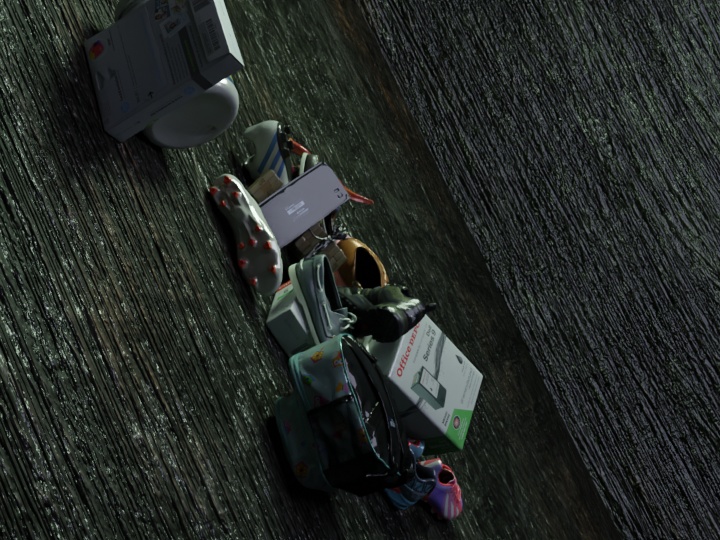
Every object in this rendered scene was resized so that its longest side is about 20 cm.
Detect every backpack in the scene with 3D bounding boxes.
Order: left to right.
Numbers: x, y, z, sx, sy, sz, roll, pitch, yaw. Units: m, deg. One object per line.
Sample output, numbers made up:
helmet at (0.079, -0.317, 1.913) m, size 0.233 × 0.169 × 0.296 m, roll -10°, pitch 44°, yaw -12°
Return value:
backpack at (-0.026, 0.193, 1.489) m, size 0.176 × 0.151 × 0.203 m, roll 35°, pitch 40°, yaw -64°

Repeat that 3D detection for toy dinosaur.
toy dinosaur at (-0.079, -0.172, 2.004) m, size 0.105 × 0.198 × 0.183 m, roll 52°, pitch -24°, yaw 32°

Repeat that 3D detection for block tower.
block tower at (-0.103, -0.069, 1.807) m, size 0.201 × 0.058 × 0.054 m, roll 51°, pitch -15°, yaw -13°

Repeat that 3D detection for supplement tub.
supplement tub at (-0.262, -0.289, 1.567) m, size 0.144 × 0.143 × 0.202 m, roll 34°, pitch 31°, yaw -61°

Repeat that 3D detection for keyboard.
keyboard at (-0.091, -0.076, 1.767) m, size 0.199 × 0.021 × 0.128 m, roll -37°, pitch 94°, yaw -31°

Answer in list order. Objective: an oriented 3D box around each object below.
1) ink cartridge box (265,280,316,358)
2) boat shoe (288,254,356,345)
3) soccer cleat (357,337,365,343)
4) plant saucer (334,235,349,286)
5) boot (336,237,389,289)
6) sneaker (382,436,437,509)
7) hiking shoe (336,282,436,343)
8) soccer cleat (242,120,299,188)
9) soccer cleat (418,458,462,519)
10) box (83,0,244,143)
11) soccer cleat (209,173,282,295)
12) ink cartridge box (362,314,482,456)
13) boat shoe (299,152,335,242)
ink cartridge box at (-0.085, 0.071, 1.716) m, size 0.110 × 0.050 × 0.201 m, roll 57°, pitch 14°, yaw -17°
boat shoe at (-0.040, 0.072, 1.642) m, size 0.202 × 0.061 × 0.073 m, roll 66°, pitch 14°, yaw 9°
soccer cleat at (-0.012, 0.122, 1.793) m, size 0.200 × 0.068 × 0.079 m, roll -68°, pitch 149°, yaw -68°
plant saucer at (-0.010, 0.025, 2.035) m, size 0.202 × 0.050 × 0.201 m, roll 58°, pitch 12°, yaw -19°
boot at (0.000, 0.000, 1.841) m, size 0.156 × 0.076 × 0.202 m, roll 66°, pitch 3°, yaw -62°
sneaker at (0.051, 0.272, 1.727) m, size 0.201 × 0.095 × 0.080 m, roll 55°, pitch 15°, yaw -25°
hiking shoe at (0.028, 0.060, 1.693) m, size 0.199 × 0.100 × 0.077 m, roll 17°, pitch -60°, yaw 53°
soccer cleat at (-0.148, -0.155, 1.889) m, size 0.070 × 0.085 × 0.203 m, roll -69°, pitch 153°, yaw -64°
soccer cleat at (0.141, 0.370, 1.898) m, size 0.200 × 0.076 × 0.067 m, roll 43°, pitch 23°, yaw -51°
box at (-0.258, -0.281, 1.452) m, size 0.041 × 0.198 × 0.158 m, roll 39°, pitch 27°, yaw -58°
soccer cleat at (-0.160, -0.054, 1.656) m, size 0.202 × 0.069 × 0.077 m, roll 64°, pitch 12°, yaw 17°
ink cartridge box at (0.090, 0.170, 1.742) m, size 0.200 × 0.083 × 0.147 m, roll 46°, pitch 49°, yaw -31°
boat shoe at (-0.069, -0.100, 1.894) m, size 0.072 × 0.060 × 0.205 m, roll 25°, pitch 62°, yaw -77°
